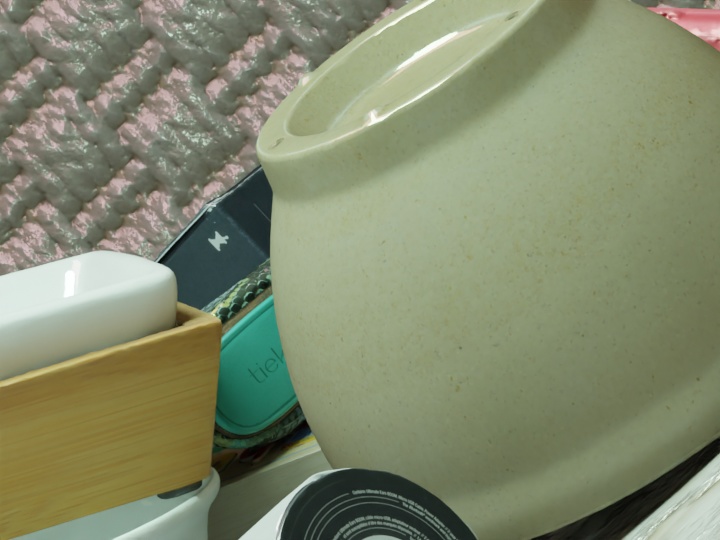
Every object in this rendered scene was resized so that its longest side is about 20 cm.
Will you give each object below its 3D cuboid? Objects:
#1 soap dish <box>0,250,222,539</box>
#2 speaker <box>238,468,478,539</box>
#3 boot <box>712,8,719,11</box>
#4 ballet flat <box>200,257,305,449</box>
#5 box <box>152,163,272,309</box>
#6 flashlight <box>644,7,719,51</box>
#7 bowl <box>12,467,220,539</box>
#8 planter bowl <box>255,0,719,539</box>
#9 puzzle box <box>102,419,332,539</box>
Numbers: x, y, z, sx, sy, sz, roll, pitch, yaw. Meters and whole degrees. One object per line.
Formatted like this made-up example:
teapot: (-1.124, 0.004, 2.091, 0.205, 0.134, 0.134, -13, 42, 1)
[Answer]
soap dish: (-0.139, 0.051, 0.998, 0.157, 0.082, 0.200, -17, 7, -13)
speaker: (-0.042, 0.139, 0.822, 0.200, 0.081, 0.081, -43, -1, 43)
boot: (0.193, -0.084, 1.099, 0.199, 0.070, 0.132, -7, -7, 28)
ballet flat: (0.000, 0.000, 1.070, 0.200, 0.074, 0.074, -33, -4, -21)
box: (0.010, 0.024, 1.442, 0.124, 0.200, 0.197, -45, -3, 41)
flashlight: (0.121, -0.087, 1.020, 0.199, 0.068, 0.068, 5, 30, 25)
bowl: (-0.137, 0.142, 0.976, 0.200, 0.091, 0.201, -15, 7, 2)
planter bowl: (0.049, -0.020, 0.884, 0.200, 0.135, 0.200, -30, 18, 11)
puzzle box: (0.003, 0.054, 1.061, 0.200, 0.025, 0.133, -23, 14, 30)
